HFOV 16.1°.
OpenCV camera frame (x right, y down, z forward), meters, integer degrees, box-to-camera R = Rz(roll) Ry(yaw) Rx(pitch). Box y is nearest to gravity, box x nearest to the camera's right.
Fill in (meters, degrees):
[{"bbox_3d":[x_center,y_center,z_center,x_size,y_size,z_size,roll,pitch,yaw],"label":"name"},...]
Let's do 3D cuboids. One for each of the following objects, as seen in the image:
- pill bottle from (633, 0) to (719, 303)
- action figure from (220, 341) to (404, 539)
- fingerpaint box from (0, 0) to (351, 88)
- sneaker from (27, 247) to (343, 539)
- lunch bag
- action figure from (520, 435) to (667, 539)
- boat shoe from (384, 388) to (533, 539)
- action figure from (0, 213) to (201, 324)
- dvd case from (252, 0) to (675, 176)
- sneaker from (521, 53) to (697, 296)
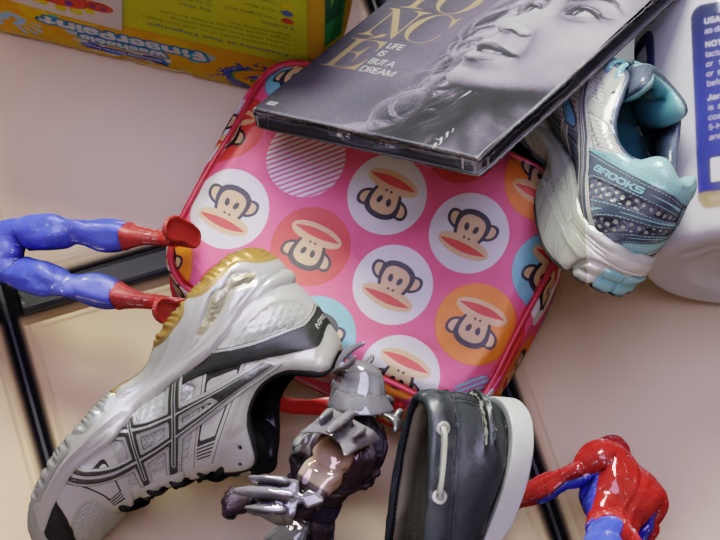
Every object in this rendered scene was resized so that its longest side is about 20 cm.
[{"bbox_3d":[0.208,-0.094,1.375,0.119,0.120,0.202,1,70,-1],"label":"pill bottle"},{"bbox_3d":[-0.030,0.129,1.262,0.069,0.130,0.201,23,101,24],"label":"action figure"},{"bbox_3d":[-0.105,-0.172,1.369,0.198,0.167,0.074,13,71,4],"label":"fingerpaint box"},{"bbox_3d":[-0.089,0.086,1.290,0.088,0.076,0.200,42,107,7],"label":"sneaker"},{"bbox_3d":[0.000,0.000,1.354,0.199,0.082,0.177,26,72,7],"label":"lunch bag"},{"bbox_3d":[0.108,0.156,1.278,0.099,0.200,0.065,-37,111,25],"label":"action figure"},{"bbox_3d":[0.029,0.155,1.270,0.060,0.076,0.202,11,94,-24],"label":"boat shoe"},{"bbox_3d":[-0.193,-0.014,1.323,0.199,0.099,0.066,6,85,30],"label":"action figure"},{"bbox_3d":[0.061,-0.118,1.327,0.148,0.016,0.200,14,41,38],"label":"dvd case"},{"bbox_3d":[0.132,-0.081,1.328,0.077,0.086,0.201,21,37,-32],"label":"sneaker"}]
